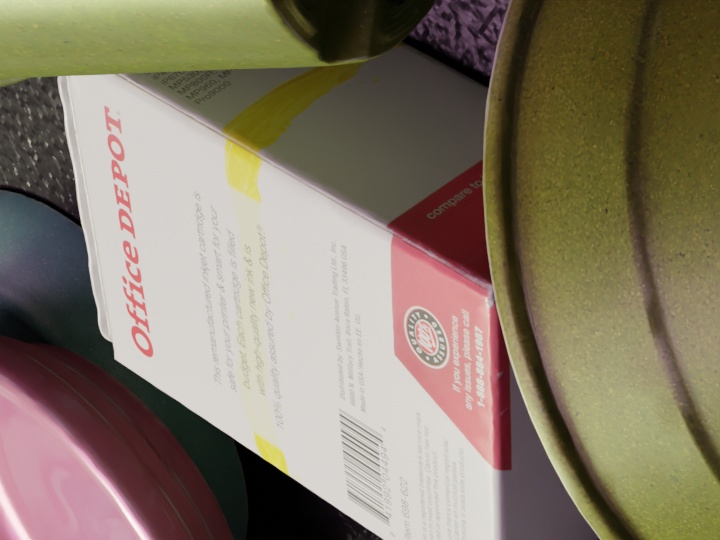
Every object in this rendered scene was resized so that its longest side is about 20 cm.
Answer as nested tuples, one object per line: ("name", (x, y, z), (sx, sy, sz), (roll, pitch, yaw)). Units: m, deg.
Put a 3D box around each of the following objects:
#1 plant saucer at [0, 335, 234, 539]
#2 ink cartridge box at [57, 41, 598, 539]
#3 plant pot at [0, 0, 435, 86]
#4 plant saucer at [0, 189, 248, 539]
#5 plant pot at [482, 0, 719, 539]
("plant saucer", (-0.116, 0.107, 1.229), (0.200, 0.051, 0.201), (34, 144, 29))
("ink cartridge box", (0.000, 0.000, 1.002), (0.200, 0.083, 0.145), (31, 141, 34))
("plant pot", (-0.071, -0.133, 0.900), (0.190, 0.200, 0.200), (11, 130, 32))
("plant saucer", (-0.130, 0.060, 1.285), (0.200, 0.036, 0.200), (34, 143, 31))
("plant pot", (0.165, -0.022, 0.679), (0.193, 0.200, 0.201), (-12, 111, 44))
